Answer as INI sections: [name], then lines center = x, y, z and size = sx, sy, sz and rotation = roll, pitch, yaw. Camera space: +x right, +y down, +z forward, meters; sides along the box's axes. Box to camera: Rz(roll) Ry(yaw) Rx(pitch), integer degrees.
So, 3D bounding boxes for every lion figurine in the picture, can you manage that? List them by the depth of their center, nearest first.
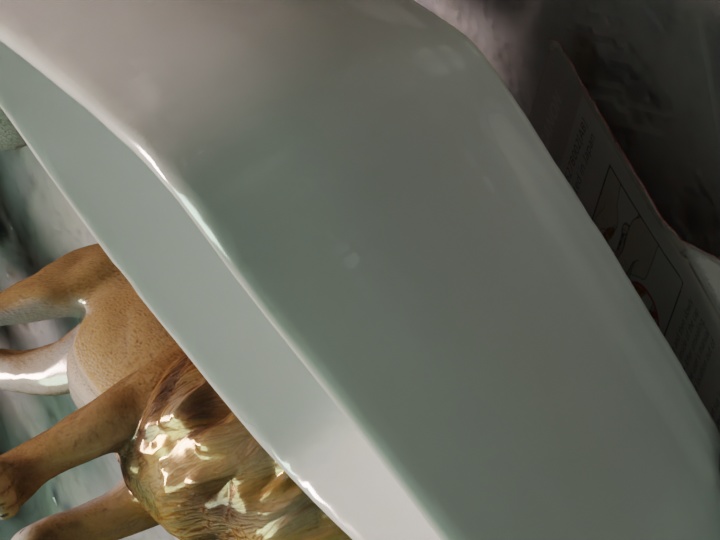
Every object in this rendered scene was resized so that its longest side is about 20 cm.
[lion figurine]
center = -0.063, 0.030, 0.848
size = 0.200, 0.122, 0.073
rotation = 50, 162, 48

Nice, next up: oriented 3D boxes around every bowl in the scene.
[bowl]
center = 0.000, 0.000, 0.653
size = 0.200, 0.075, 0.200
rotation = 56, 170, -30

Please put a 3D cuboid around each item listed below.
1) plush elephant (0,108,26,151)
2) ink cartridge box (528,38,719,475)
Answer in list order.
[plush elephant]
center = -0.213, -0.093, 0.886
size = 0.164, 0.155, 0.201
rotation = -32, 66, 17
[ink cartridge box]
center = 0.091, 0.063, 0.696
size = 0.161, 0.050, 0.201
rotation = 104, 148, -51
